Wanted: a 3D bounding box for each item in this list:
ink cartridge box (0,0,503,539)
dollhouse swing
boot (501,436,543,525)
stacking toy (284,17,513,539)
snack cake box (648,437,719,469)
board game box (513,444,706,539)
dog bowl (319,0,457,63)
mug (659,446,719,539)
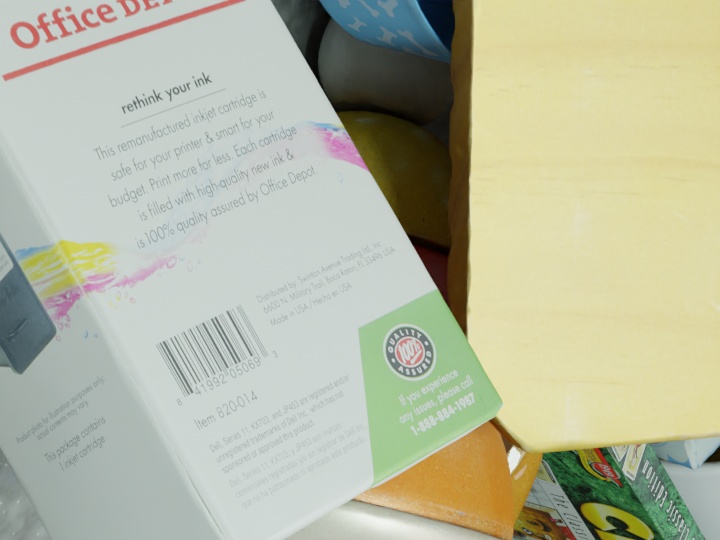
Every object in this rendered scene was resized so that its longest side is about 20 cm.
[{"bbox_3d":[-0.063,-0.018,0.677,0.117,0.201,0.067,-24,173,-46],"label":"ink cartridge box"},{"bbox_3d":[0.105,-0.043,0.816,0.182,0.175,0.201,-120,-151,-78],"label":"dollhouse swing"},{"bbox_3d":[0.051,0.139,0.927,0.144,0.071,0.201,27,113,-24],"label":"boot"},{"bbox_3d":[0.000,0.000,0.809,0.146,0.146,0.201,26,74,-58],"label":"stacking toy"},{"bbox_3d":[0.138,-0.020,0.979,0.200,0.115,0.067,-42,134,-32],"label":"snack cake box"},{"bbox_3d":[0.085,0.096,0.981,0.024,0.104,0.200,-64,145,-23],"label":"board game box"},{"bbox_3d":[0.047,-0.138,0.797,0.200,0.049,0.112,-42,123,-44],"label":"dog bowl"},{"bbox_3d":[0.189,0.073,1.063,0.187,0.149,0.154,-50,131,-32],"label":"mug"}]
